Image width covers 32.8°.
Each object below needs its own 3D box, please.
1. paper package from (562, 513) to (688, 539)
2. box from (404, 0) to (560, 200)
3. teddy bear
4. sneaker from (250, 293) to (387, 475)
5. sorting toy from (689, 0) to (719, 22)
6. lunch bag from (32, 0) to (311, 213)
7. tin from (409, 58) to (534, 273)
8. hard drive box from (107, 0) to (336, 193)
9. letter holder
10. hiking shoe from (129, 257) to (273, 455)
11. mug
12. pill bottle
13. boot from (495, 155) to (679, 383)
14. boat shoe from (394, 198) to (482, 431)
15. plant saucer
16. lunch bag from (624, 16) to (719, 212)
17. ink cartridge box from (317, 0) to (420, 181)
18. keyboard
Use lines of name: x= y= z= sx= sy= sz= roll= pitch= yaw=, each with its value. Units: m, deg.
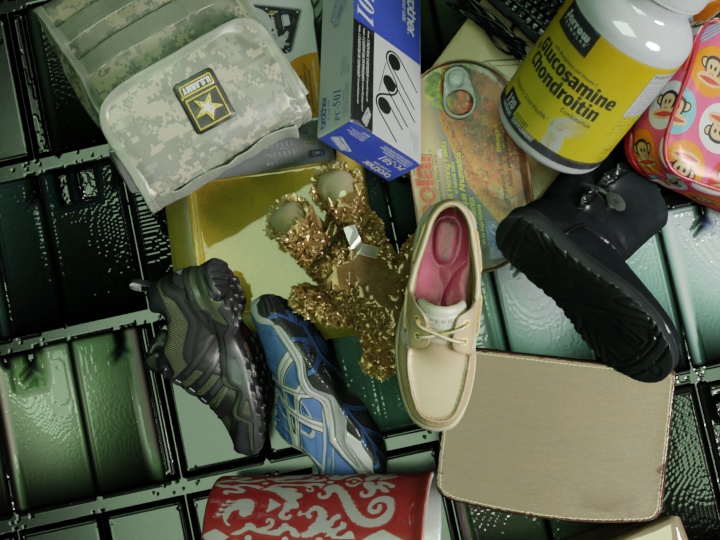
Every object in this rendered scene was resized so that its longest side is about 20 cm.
paper package: x=0.225 y=0.336 z=1.091 sx=0.190 sy=0.103 sz=0.201 roll=-20 pitch=84 yaw=1
box: x=0.132 y=-0.148 z=1.177 sx=0.163 sy=0.021 sz=0.200 roll=38 pitch=89 yaw=6
teddy bear: x=0.000 y=0.000 z=1.106 sx=0.200 sy=0.067 sz=0.145 roll=38 pitch=83 yaw=-7
sneaker: x=-0.053 y=0.115 z=1.121 sx=0.077 sy=0.076 sz=0.201 roll=-26 pitch=100 yaw=16
sorting toy: x=0.252 y=-0.289 z=1.105 sx=0.200 sy=0.180 sz=0.107 roll=33 pitch=87 yaw=5
lunch bag: x=-0.155 y=-0.166 z=1.036 sx=0.164 sy=0.118 sz=0.200 roll=-31 pitch=70 yaw=-9
tin: x=0.100 y=-0.096 z=1.145 sx=0.111 sy=0.042 sz=0.201 roll=-7 pitch=86 yaw=-1
hard drive box: x=-0.132 y=-0.170 z=1.141 sx=0.199 sy=0.077 sz=0.157 roll=-10 pitch=64 yaw=2
letter holder: x=0.172 y=0.148 z=1.112 sx=0.199 sy=0.101 sz=0.143 roll=6 pitch=87 yaw=3
hiking shoe: x=-0.143 y=0.084 z=1.125 sx=0.100 sy=0.076 sz=0.201 roll=-9 pitch=114 yaw=12
mug: x=-0.036 y=0.250 z=1.075 sx=0.199 sy=0.178 sz=0.134 roll=1 pitch=115 yaw=11
pill bottle: x=0.212 y=-0.187 z=1.047 sx=0.112 sy=0.112 sz=0.200 roll=38 pitch=130 yaw=5
boot: x=0.237 y=-0.015 z=1.093 sx=0.200 sy=0.077 sz=0.168 roll=44 pitch=50 yaw=13
boat shoe: x=0.066 y=0.035 z=1.041 sx=0.073 sy=0.069 sz=0.201 roll=2 pitch=82 yaw=2
plant saucer: x=-0.087 y=-0.028 z=1.164 sx=0.199 sy=0.048 sz=0.201 roll=-8 pitch=85 yaw=1
lunch bag: x=0.350 y=-0.143 z=1.107 sx=0.199 sy=0.082 sz=0.177 roll=21 pitch=87 yaw=-22
ink cartridge box: x=0.010 y=-0.191 z=1.114 sx=0.044 sy=0.094 sz=0.201 roll=-23 pitch=53 yaw=37
keyboard: x=0.152 y=-0.245 z=1.133 sx=0.200 sy=0.040 sz=0.104 roll=43 pitch=120 yaw=9
